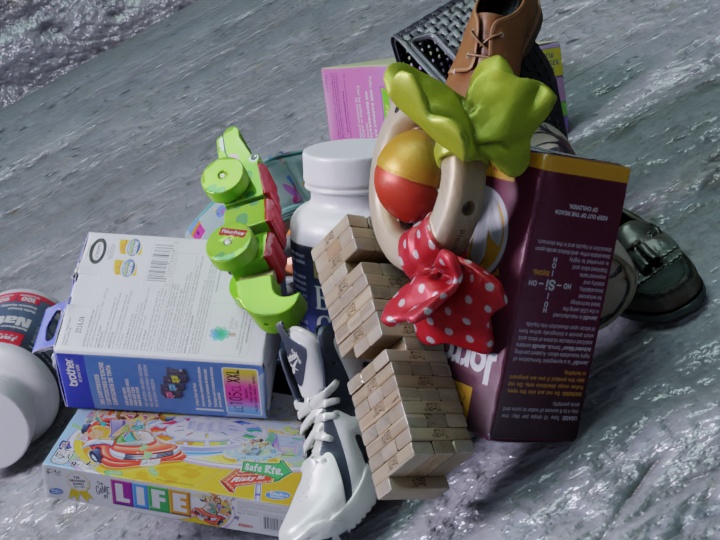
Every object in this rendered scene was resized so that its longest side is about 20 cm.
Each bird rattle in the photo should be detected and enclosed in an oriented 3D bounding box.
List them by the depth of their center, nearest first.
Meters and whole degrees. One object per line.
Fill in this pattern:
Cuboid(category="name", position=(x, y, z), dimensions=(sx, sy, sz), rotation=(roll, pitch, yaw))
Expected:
Cuboid(category="bird rattle", position=(0.056, -0.051, 1.059), dimensions=(0.112, 0.201, 0.163), rotation=(-4, 21, -22))

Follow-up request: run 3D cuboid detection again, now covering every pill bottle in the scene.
Cuboid(category="pill bottle", position=(0.000, 0.000, 1.244), dimensions=(0.110, 0.201, 0.111), rotation=(-4, 15, 1))
Cuboid(category="pill bottle", position=(-0.359, 0.112, 1.575), dimensions=(0.119, 0.120, 0.200), rotation=(-24, 22, 11))

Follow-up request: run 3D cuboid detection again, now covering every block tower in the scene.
Cuboid(category="block tower", position=(0.022, 0.059, 1.093), dimensions=(0.054, 0.201, 0.058), rotation=(5, -33, -34))

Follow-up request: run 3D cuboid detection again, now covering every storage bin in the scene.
Cuboid(category="storage bin", position=(0.115, -0.140, 1.415), dimensions=(0.094, 0.200, 0.135), rotation=(-31, 52, -8))

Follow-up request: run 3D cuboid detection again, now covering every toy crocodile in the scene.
Cuboid(category="toy crocodile", position=(-0.085, -0.035, 1.223), dimensions=(0.061, 0.068, 0.201), rotation=(-17, 47, 8))

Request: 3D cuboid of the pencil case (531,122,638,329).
Cuboid(category="pencil case", position=(0.150, -0.034, 1.223), dimensions=(0.089, 0.078, 0.200), rotation=(-32, 36, 11))

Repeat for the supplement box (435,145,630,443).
Cuboid(category="supplement box", position=(0.107, 0.011, 1.101), dimensions=(0.085, 0.201, 0.110), rotation=(5, 9, -36))

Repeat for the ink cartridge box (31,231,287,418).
Cuboid(category="ink cartridge box", position=(-0.165, 0.042, 1.255), dimensions=(0.199, 0.077, 0.137), rotation=(5, 46, 3))

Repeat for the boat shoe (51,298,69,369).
Cuboid(category="boat shoe", position=(-0.189, 0.062, 1.373), dimensions=(0.201, 0.074, 0.065), rotation=(2, 66, 30))

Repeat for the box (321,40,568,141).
Cuboid(category="box", position=(0.087, -0.181, 1.636), dimensions=(0.175, 0.097, 0.200), rotation=(-13, 11, -31))

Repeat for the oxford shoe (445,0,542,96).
Cuboid(category="oxford shoe", position=(0.101, -0.170, 1.270), dimensions=(0.071, 0.071, 0.201), rotation=(7, 61, 16))

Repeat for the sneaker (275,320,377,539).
Cuboid(category="sneaker", position=(-0.031, 0.103, 1.138), dimensions=(0.199, 0.130, 0.079), rotation=(-52, 13, -25))

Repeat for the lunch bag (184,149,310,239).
Cuboid(category="lunch bag", position=(-0.066, -0.051, 1.531), dimensions=(0.200, 0.077, 0.160), rotation=(-13, -22, -47))

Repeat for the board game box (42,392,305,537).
Cuboid(category="board game box", position=(-0.132, 0.141, 1.225), dimensions=(0.199, 0.034, 0.135), rotation=(8, 32, 11))

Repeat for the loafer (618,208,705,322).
Cuboid(category="loafer", position=(0.208, -0.016, 1.243), dimensions=(0.072, 0.063, 0.200), rotation=(-30, 21, -4))

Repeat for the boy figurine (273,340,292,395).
Cuboid(category="boy figurine", position=(-0.096, 0.083, 1.391), dimensions=(0.124, 0.065, 0.200), rotation=(-32, 20, -22))

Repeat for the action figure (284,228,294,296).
Cuboid(category="action figure", position=(-0.025, 0.000, 1.429), dimensions=(0.193, 0.105, 0.200), rotation=(-7, -27, -21))
